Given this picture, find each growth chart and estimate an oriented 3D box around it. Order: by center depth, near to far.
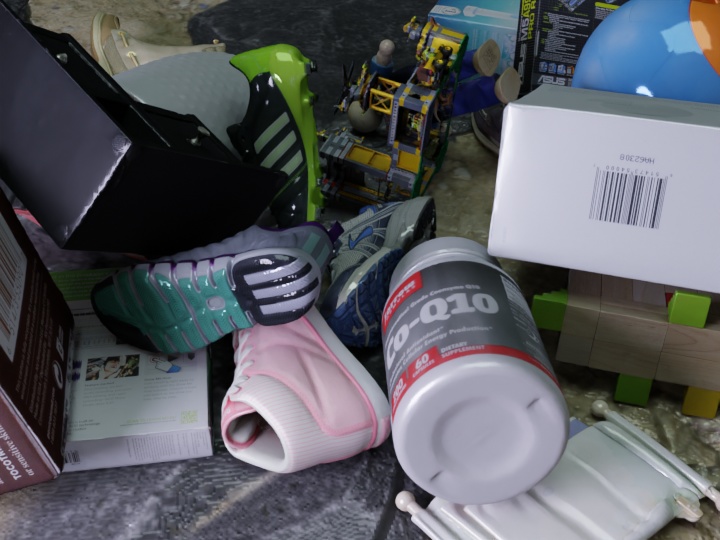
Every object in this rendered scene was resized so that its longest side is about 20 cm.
[{"bbox_3d":[0.137,0.154,0.646,0.200,0.018,0.145,-21,43,-25],"label":"growth chart"}]

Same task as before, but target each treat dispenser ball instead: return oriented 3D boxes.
[{"bbox_3d":[0.309,-0.174,0.921,0.200,0.201,0.201,1,38,0],"label":"treat dispenser ball"}]

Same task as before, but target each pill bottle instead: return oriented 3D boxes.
[{"bbox_3d":[0.073,0.060,0.673,0.114,0.114,0.200,-1,27,-2],"label":"pill bottle"}]

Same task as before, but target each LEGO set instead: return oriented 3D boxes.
[{"bbox_3d":[0.020,-0.149,0.901,0.116,0.200,0.154,20,59,11],"label":"LEGO set"}]

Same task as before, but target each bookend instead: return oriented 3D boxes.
[{"bbox_3d":[-0.192,-0.109,0.723,0.199,0.092,0.200,45,17,21],"label":"bookend"}]

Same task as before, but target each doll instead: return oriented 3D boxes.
[{"bbox_3d":[0.064,-0.189,0.991,0.200,0.136,0.049,-11,45,43],"label":"doll"}]

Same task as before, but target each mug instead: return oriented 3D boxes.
[{"bbox_3d":[-0.144,-0.118,0.904,0.200,0.148,0.175,44,46,10],"label":"mug"}]

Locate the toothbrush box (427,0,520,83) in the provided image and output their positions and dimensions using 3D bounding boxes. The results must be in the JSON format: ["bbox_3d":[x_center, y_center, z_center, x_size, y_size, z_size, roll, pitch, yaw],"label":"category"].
[{"bbox_3d":[0.195,-0.289,1.159,0.199,0.085,0.147,12,39,15],"label":"toothbrush box"}]

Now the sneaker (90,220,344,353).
[{"bbox_3d":[-0.106,0.008,0.705,0.200,0.075,0.088,-7,27,27],"label":"sneaker"}]

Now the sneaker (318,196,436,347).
[{"bbox_3d":[0.000,0.000,0.810,0.085,0.077,0.200,6,30,22],"label":"sneaker"}]

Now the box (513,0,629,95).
[{"bbox_3d":[0.270,-0.264,1.036,0.199,0.161,0.044,3,5,-21],"label":"box"}]

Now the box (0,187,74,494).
[{"bbox_3d":[-0.316,0.053,0.617,0.199,0.164,0.166,-16,40,0],"label":"box"}]

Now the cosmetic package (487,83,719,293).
[{"bbox_3d":[0.223,-0.074,0.760,0.199,0.123,0.200,10,19,16],"label":"cosmetic package"}]

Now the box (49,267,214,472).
[{"bbox_3d":[-0.189,0.068,0.737,0.144,0.036,0.200,-4,40,-7],"label":"box"}]

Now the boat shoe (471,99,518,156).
[{"bbox_3d":[0.171,-0.150,0.997,0.072,0.065,0.200,-7,38,-8],"label":"boat shoe"}]

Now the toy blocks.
[{"bbox_3d":[0.241,0.032,0.760,0.199,0.100,0.137,10,27,10],"label":"toy blocks"}]

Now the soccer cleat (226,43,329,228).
[{"bbox_3d":[-0.074,-0.098,0.837,0.081,0.201,0.068,-3,11,8],"label":"soccer cleat"}]

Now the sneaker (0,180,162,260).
[{"bbox_3d":[-0.233,-0.055,0.854,0.200,0.087,0.074,19,76,15],"label":"sneaker"}]

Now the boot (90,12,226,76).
[{"bbox_3d":[-0.236,-0.247,1.107,0.155,0.073,0.200,-10,41,-12],"label":"boot"}]

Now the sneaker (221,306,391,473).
[{"bbox_3d":[-0.075,0.072,0.700,0.104,0.075,0.200,-20,46,-32],"label":"sneaker"}]
